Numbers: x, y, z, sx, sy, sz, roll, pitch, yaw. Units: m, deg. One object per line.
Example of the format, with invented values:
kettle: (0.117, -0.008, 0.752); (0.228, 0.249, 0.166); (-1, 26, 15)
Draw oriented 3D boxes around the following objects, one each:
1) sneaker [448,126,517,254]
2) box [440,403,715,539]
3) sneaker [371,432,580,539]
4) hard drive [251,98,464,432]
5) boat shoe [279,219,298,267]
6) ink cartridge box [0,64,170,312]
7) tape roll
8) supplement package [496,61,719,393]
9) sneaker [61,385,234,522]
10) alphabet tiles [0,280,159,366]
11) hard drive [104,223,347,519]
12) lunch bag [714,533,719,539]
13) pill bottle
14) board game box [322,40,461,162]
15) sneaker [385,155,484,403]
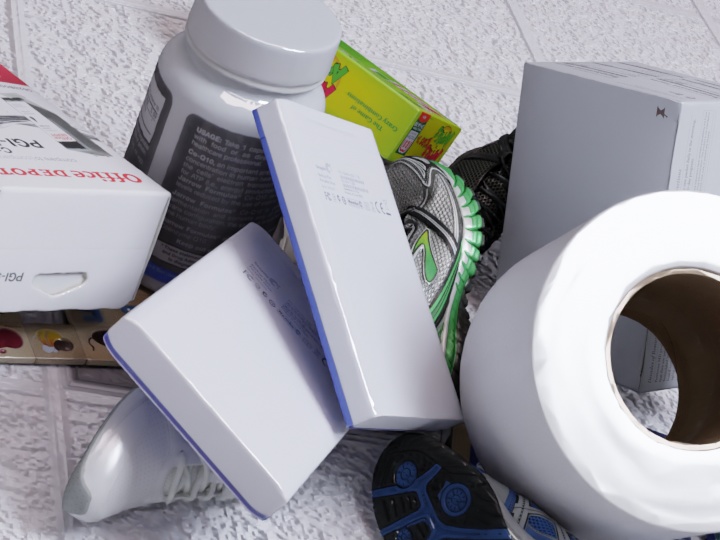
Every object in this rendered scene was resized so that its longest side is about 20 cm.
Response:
sneaker: (0.098, -0.057, 1.446); (0.076, 0.114, 0.199); (57, 35, -4)
box: (0.149, 0.136, 1.288); (0.200, 0.032, 0.121); (21, 32, -8)
sneaker: (0.085, 0.173, 1.172); (0.200, 0.076, 0.077); (42, 10, 28)
hard drive: (0.000, 0.000, 1.197); (0.132, 0.025, 0.200); (12, 58, -63)
boat shoe: (-0.014, -0.023, 1.402); (0.063, 0.073, 0.200); (64, 19, -20)
ink cartridge box: (-0.238, -0.060, 1.216); (0.200, 0.083, 0.147); (36, 22, 33)
tape roll: (0.174, 0.063, 1.183); (0.203, 0.139, 0.203); (3, 78, -15)
supplement package: (0.191, -0.036, 1.364); (0.111, 0.200, 0.156); (-4, 17, -38)
sneaker: (-0.093, 0.101, 1.141); (0.080, 0.070, 0.200); (39, 34, 16)
alphabet tiles: (-0.171, 0.006, 1.283); (0.200, 0.008, 0.167); (4, 38, -30)
hard drive: (-0.060, 0.052, 1.141); (0.132, 0.025, 0.200); (49, 24, -1)
lunch bag: (0.321, 0.179, 1.253); (0.170, 0.122, 0.200); (22, 39, -10)
pill bottle: (-0.090, -0.088, 1.278); (0.114, 0.200, 0.114); (18, 33, -12)
board game box: (-0.024, -0.155, 1.540); (0.200, 0.048, 0.102); (38, 9, 20)
sneaker: (0.031, 0.001, 1.307); (0.085, 0.078, 0.200); (24, 47, -28)
